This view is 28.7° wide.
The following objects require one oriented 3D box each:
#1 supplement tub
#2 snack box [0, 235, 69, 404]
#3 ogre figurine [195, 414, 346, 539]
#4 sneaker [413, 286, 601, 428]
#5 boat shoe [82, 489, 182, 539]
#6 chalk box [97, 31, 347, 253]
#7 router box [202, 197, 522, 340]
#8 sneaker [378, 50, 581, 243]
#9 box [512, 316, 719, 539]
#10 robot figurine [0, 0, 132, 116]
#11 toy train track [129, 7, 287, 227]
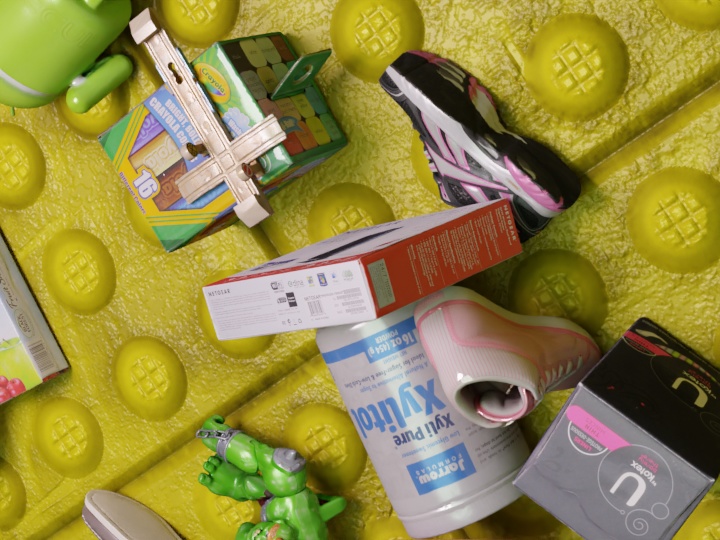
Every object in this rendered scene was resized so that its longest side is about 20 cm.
[{"bbox_3d":[0.057,0.114,1.217,0.132,0.132,0.200,-25,91,27],"label":"supplement tub"},{"bbox_3d":[-0.407,0.045,1.451,0.142,0.053,0.200,-25,92,27],"label":"snack box"},{"bbox_3d":[-0.083,0.234,1.334,0.120,0.098,0.200,-9,84,44],"label":"ogre figurine"},{"bbox_3d":[0.130,0.087,1.134,0.075,0.200,0.105,-43,46,29],"label":"sneaker"},{"bbox_3d":[-0.203,0.296,1.414,0.200,0.072,0.060,33,111,7],"label":"boat shoe"},{"bbox_3d":[-0.103,-0.125,1.234,0.200,0.125,0.124,-32,89,28],"label":"chalk box"},{"bbox_3d":[0.000,0.000,1.155,0.200,0.179,0.049,-10,99,47],"label":"router box"},{"bbox_3d":[0.083,-0.097,1.186,0.200,0.080,0.086,46,127,14],"label":"sneaker"},{"bbox_3d":[0.221,0.132,1.108,0.122,0.200,0.106,36,115,12],"label":"box"},{"bbox_3d":[-0.292,-0.230,1.297,0.200,0.116,0.175,-39,97,27],"label":"robot figurine"},{"bbox_3d":[-0.136,-0.126,1.162,0.115,0.033,0.200,-32,87,27],"label":"toy train track"}]
